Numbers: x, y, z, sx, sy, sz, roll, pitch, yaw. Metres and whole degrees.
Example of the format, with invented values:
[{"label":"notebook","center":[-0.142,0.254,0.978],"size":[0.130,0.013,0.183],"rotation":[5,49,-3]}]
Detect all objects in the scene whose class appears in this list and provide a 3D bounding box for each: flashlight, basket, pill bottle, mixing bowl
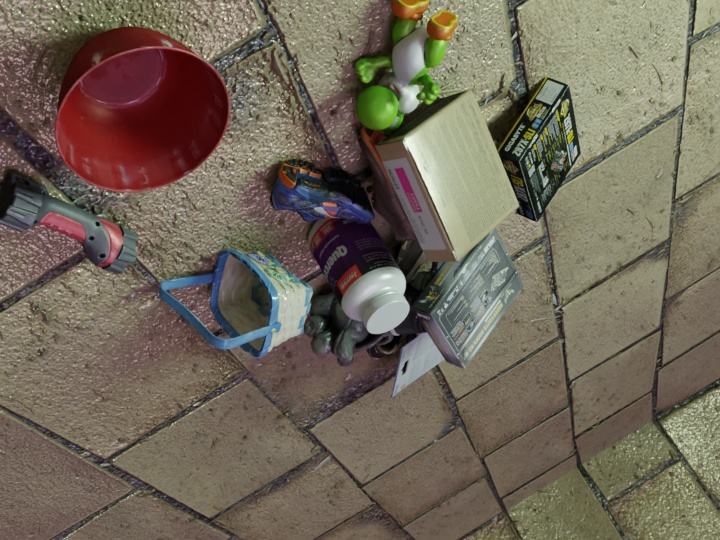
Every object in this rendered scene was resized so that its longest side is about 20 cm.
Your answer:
[{"label":"flashlight","center":[-0.383,-0.054,1.090],"size":[0.068,0.068,0.199],"rotation":[-39,148,17]},{"label":"basket","center":[-0.189,0.049,1.293],"size":[0.198,0.176,0.141],"rotation":[-19,133,-42]},{"label":"pill bottle","center":[0.000,0.000,1.345],"size":[0.111,0.201,0.113],"rotation":[-21,146,-15]},{"label":"mixing bowl","center":[-0.259,-0.201,0.959],"size":[0.198,0.109,0.201],"rotation":[-21,146,-15]}]

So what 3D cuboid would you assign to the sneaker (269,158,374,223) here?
[{"label":"sneaker","center":[-0.059,-0.111,1.285],"size":[0.198,0.076,0.078],"rotation":[17,133,-39]}]

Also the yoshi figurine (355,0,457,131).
[{"label":"yoshi figurine","center":[0.051,-0.266,1.140],"size":[0.110,0.114,0.201],"rotation":[4,138,-19]}]

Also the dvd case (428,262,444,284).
[{"label":"dvd case","center":[0.183,-0.063,1.479],"size":[0.201,0.016,0.149],"rotation":[-52,164,-20]}]

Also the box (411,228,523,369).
[{"label":"box","center":[0.190,0.043,1.449],"size":[0.201,0.048,0.159],"rotation":[-51,132,-18]}]

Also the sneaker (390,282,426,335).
[{"label":"sneaker","center":[0.080,0.035,1.467],"size":[0.098,0.071,0.202],"rotation":[-1,132,27]}]

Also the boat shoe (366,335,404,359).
[{"label":"boat shoe","center":[0.046,0.135,1.653],"size":[0.072,0.066,0.201],"rotation":[3,149,-8]}]

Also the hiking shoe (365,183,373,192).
[{"label":"hiking shoe","center":[0.093,-0.121,1.394],"size":[0.086,0.075,0.199],"rotation":[-34,138,19]}]

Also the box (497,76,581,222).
[{"label":"box","center":[0.307,-0.199,1.419],"size":[0.161,0.049,0.200],"rotation":[-57,149,-12]}]

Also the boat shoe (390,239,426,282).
[{"label":"boat shoe","center":[0.086,-0.027,1.503],"size":[0.072,0.060,0.202],"rotation":[-51,177,-32]}]

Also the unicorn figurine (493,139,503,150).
[{"label":"unicorn figurine","center":[0.182,-0.154,1.383],"size":[0.136,0.073,0.203],"rotation":[14,91,-50]}]

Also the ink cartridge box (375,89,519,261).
[{"label":"ink cartridge box","center":[0.133,-0.140,1.248],"size":[0.164,0.075,0.202],"rotation":[-37,111,-31]}]

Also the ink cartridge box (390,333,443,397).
[{"label":"ink cartridge box","center":[0.136,0.155,1.767],"size":[0.199,0.043,0.198],"rotation":[-30,150,-27]}]

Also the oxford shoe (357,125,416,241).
[{"label":"oxford shoe","center":[0.038,-0.127,1.281],"size":[0.072,0.072,0.202],"rotation":[-18,113,29]}]

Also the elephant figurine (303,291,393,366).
[{"label":"elephant figurine","center":[-0.009,0.105,1.563],"size":[0.153,0.144,0.199],"rotation":[1,169,29]}]

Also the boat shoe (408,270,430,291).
[{"label":"boat shoe","center":[0.114,0.052,1.599],"size":[0.075,0.068,0.201],"rotation":[-62,160,-18]}]
